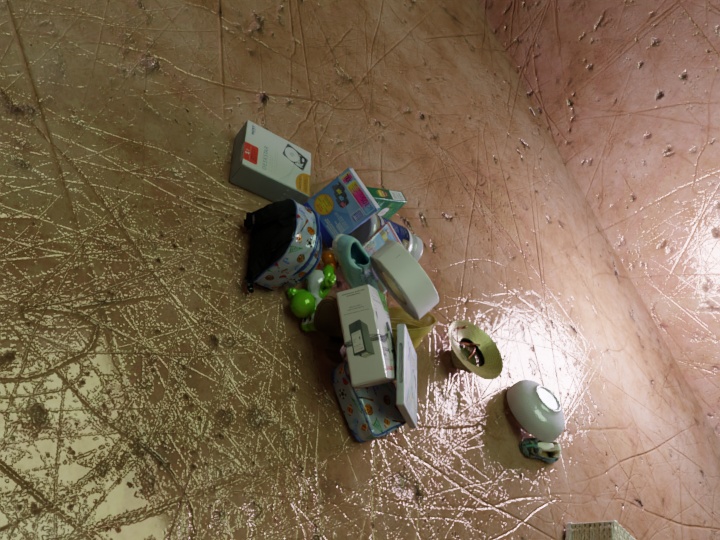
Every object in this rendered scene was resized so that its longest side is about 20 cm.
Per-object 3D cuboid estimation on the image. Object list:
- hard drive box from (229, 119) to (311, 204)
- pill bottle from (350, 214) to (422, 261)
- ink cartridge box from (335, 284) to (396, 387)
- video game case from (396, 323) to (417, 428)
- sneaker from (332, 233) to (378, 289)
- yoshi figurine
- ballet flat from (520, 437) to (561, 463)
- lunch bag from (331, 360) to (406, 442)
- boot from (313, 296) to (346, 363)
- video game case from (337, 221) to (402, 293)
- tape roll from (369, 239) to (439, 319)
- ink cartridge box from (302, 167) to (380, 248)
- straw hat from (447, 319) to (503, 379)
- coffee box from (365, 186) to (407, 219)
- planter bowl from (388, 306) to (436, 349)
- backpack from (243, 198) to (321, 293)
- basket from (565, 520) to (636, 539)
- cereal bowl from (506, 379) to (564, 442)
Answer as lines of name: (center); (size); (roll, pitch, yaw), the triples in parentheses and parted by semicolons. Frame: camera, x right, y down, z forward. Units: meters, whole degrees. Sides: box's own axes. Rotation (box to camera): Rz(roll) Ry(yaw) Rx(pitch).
hard drive box: (-0.230, -0.269, 1.400); (0.197, 0.076, 0.159); (21, 51, -32)
pill bottle: (0.077, -0.083, 1.542); (0.197, 0.115, 0.118); (19, 52, -33)
ink cartridge box: (0.019, 0.149, 1.192); (0.145, 0.082, 0.204); (34, 44, -70)
video game case: (0.109, 0.249, 1.249); (0.201, 0.022, 0.186); (66, 23, -58)
sneaker: (0.000, 0.000, 1.351); (0.074, 0.081, 0.201); (-45, 120, -20)
yoshi figurine: (-0.117, 0.043, 1.294); (0.110, 0.113, 0.203); (17, 54, -15)
ballet flat: (0.572, 0.547, 1.645); (0.197, 0.074, 0.076); (15, 55, -37)
lunch bag: (0.026, 0.301, 1.281); (0.159, 0.075, 0.203); (-7, 69, -48)
boot: (-0.042, 0.101, 1.282); (0.156, 0.075, 0.203); (-63, 148, -45)
video game case: (0.044, -0.012, 1.442); (0.200, 0.017, 0.144); (-44, 114, -24)
tape roll: (0.107, 0.023, 1.349); (0.070, 0.202, 0.204); (-37, 92, -7)
ink cartridge box: (-0.064, -0.155, 1.423); (0.137, 0.199, 0.076); (53, 14, -2)
straw hat: (0.314, 0.250, 1.578); (0.198, 0.085, 0.204); (22, 41, -21)
coffee box: (0.029, -0.186, 1.554); (0.198, 0.123, 0.045); (-3, 60, -44)
planter bowl: (0.097, 0.161, 1.397); (0.198, 0.198, 0.085); (-9, 107, -45)
backpack: (-0.171, -0.061, 1.236); (0.152, 0.190, 0.204); (15, 54, -36)
basket: (0.688, 0.840, 1.500); (0.198, 0.160, 0.202); (42, 45, -15)
cereal bowl: (0.551, 0.416, 1.654); (0.197, 0.084, 0.202); (26, 31, -17)
